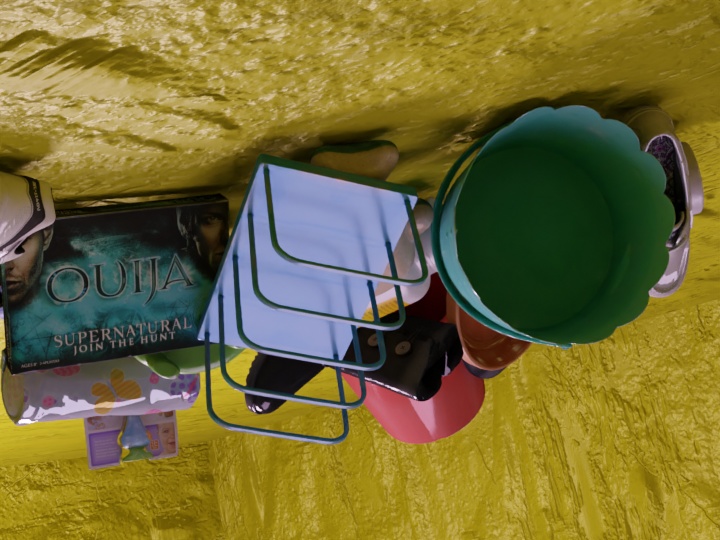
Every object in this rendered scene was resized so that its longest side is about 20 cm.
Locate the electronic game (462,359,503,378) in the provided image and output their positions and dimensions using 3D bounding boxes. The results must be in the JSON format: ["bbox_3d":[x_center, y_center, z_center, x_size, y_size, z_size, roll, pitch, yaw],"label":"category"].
[{"bbox_3d":[0.168,0.031,1.427,0.041,0.202,0.199,13,-177,30],"label":"electronic game"}]

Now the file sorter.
[{"bbox_3d":[-0.044,0.031,0.985,0.138,0.123,0.201,11,129,-18],"label":"file sorter"}]

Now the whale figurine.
[{"bbox_3d":[-0.014,-0.057,1.068,0.157,0.104,0.201,-7,144,-8],"label":"whale figurine"}]

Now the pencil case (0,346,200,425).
[{"bbox_3d":[-0.262,0.107,1.202,0.198,0.084,0.091,-1,-161,-29],"label":"pencil case"}]

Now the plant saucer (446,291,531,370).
[{"bbox_3d":[0.157,0.011,1.331,0.032,0.202,0.199,15,-171,39],"label":"plant saucer"}]

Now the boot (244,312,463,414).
[{"bbox_3d":[-0.009,0.108,1.282,0.199,0.166,0.066,16,152,31],"label":"boot"}]

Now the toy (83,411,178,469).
[{"bbox_3d":[-0.245,0.108,1.290,0.114,0.202,0.047,-2,177,-42],"label":"toy"}]

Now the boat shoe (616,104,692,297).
[{"bbox_3d":[0.280,-0.053,1.108,0.071,0.202,0.069,-7,-150,-1],"label":"boat shoe"}]

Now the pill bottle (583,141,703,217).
[{"bbox_3d":[0.236,-0.071,1.195,0.198,0.105,0.104,-13,169,3],"label":"pill bottle"}]

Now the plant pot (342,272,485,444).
[{"bbox_3d":[0.063,0.103,1.473,0.199,0.201,0.178,-16,124,11],"label":"plant pot"}]

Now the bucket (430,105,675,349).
[{"bbox_3d":[0.163,-0.035,1.058,0.205,0.209,0.135,-11,177,-8],"label":"bucket"}]

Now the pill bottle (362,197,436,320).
[{"bbox_3d":[0.000,0.000,1.219,0.199,0.105,0.104,-25,166,19],"label":"pill bottle"}]

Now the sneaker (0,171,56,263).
[{"bbox_3d":[-0.305,-0.019,0.921,0.087,0.076,0.199,-2,165,-44],"label":"sneaker"}]

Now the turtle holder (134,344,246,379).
[{"bbox_3d":[-0.183,0.037,1.165,0.185,0.141,0.132,-37,-169,-3],"label":"turtle holder"}]

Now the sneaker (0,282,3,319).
[{"bbox_3d":[-0.320,0.014,1.122,0.088,0.079,0.200,15,165,-19],"label":"sneaker"}]

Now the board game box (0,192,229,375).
[{"bbox_3d":[-0.210,0.009,1.033,0.198,0.137,0.028,-8,-160,-26],"label":"board game box"}]
